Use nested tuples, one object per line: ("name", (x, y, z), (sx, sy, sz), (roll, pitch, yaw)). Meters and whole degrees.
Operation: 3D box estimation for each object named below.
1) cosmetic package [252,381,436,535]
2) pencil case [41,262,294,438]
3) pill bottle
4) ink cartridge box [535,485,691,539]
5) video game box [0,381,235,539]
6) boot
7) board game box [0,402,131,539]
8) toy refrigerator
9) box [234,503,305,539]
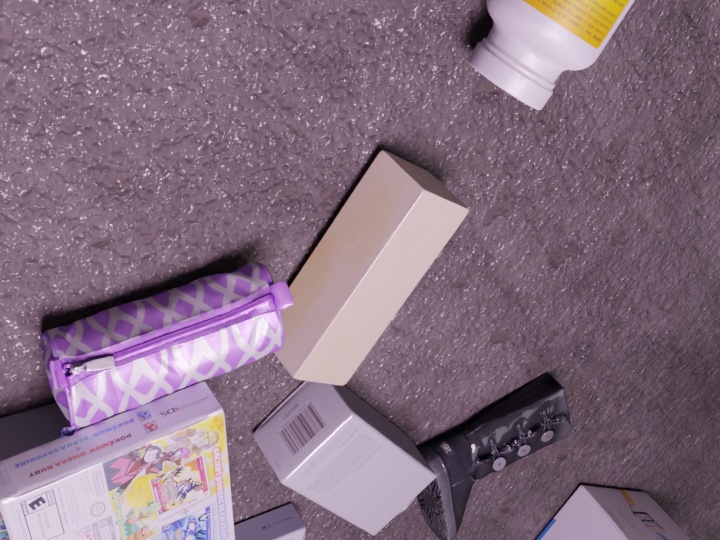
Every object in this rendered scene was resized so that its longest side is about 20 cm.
("cosmetic package", (-0.012, 0.193, 1.005), (0.101, 0.074, 0.200), (-42, 140, 2))
("pencil case", (-0.155, 0.056, 0.768), (0.198, 0.085, 0.086), (-21, 166, -24))
("pill bottle", (0.166, -0.231, 0.753), (0.103, 0.104, 0.202), (15, 115, -43))
("ink cartridge box", (0.381, 0.427, 1.439), (0.198, 0.145, 0.148), (17, 115, -44))
("video game box", (-0.196, 0.204, 0.803), (0.180, 0.047, 0.202), (-18, 133, -23))
("boot", (0.165, 0.231, 1.181), (0.198, 0.066, 0.166), (-28, 139, -21))
("board game box", (-0.265, 0.210, 0.836), (0.145, 0.064, 0.202), (-14, 133, -27))
("toy refrigerator", (0.000, 0.000, 0.854), (0.075, 0.070, 0.201), (15, 116, -50))
("box", (-0.140, 0.362, 1.074), (0.154, 0.041, 0.203), (-16, 132, -26))
